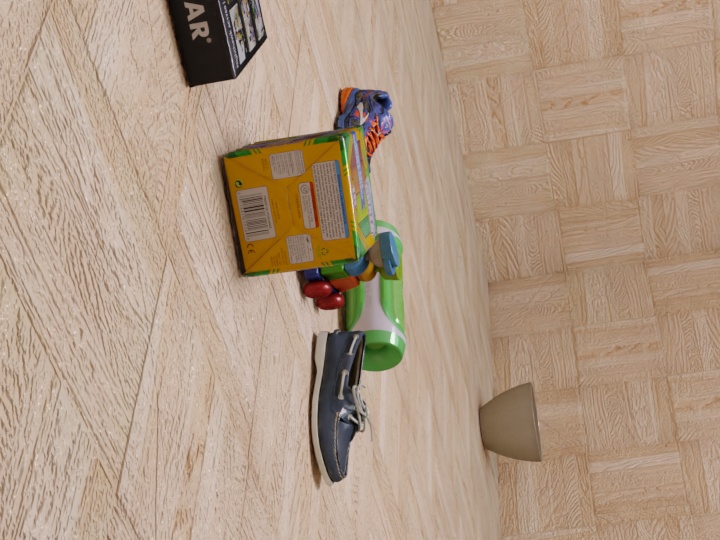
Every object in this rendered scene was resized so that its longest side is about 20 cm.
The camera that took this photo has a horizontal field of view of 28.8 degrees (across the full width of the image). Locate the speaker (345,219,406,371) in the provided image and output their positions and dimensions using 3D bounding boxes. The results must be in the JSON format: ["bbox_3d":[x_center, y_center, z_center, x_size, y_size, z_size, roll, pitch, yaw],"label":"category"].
[{"bbox_3d":[0.019,0.032,1.891,0.089,0.087,0.202,70,16,-52],"label":"speaker"}]

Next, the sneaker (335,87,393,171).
[{"bbox_3d":[0.009,-0.209,2.047,0.201,0.077,0.076,-88,165,-48],"label":"sneaker"}]

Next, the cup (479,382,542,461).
[{"bbox_3d":[0.379,0.393,3.565,0.200,0.141,0.203,-8,90,-81],"label":"cup"}]

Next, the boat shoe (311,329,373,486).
[{"bbox_3d":[-0.020,0.155,1.623,0.075,0.061,0.201,75,12,-46],"label":"boat shoe"}]

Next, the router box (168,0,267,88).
[{"bbox_3d":[-0.142,-0.287,1.289,0.149,0.050,0.202,-72,152,-66],"label":"router box"}]

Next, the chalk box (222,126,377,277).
[{"bbox_3d":[-0.052,-0.076,1.432,0.200,0.122,0.126,-52,133,-77],"label":"chalk box"}]

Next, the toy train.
[{"bbox_3d":[0.000,0.000,1.706,0.200,0.114,0.086,49,35,-73],"label":"toy train"}]
